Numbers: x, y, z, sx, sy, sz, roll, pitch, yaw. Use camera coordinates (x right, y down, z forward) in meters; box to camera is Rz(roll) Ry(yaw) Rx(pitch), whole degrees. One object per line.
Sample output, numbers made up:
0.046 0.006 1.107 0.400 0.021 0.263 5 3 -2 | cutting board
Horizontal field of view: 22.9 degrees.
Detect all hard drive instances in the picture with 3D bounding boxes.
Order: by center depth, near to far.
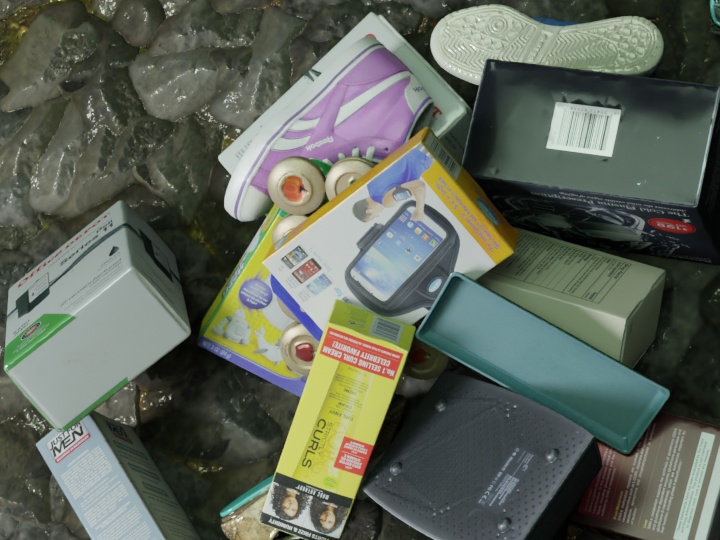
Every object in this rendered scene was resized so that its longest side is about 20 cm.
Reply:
0.097 0.161 1.407 0.135 0.042 0.200 -54 33 -11 | hard drive

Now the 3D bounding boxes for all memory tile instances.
0.000 0.000 1.482 0.152 0.017 0.201 2 114 12 | memory tile

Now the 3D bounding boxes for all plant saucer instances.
0.146 0.072 1.423 0.199 0.019 0.070 29 118 -1 | plant saucer

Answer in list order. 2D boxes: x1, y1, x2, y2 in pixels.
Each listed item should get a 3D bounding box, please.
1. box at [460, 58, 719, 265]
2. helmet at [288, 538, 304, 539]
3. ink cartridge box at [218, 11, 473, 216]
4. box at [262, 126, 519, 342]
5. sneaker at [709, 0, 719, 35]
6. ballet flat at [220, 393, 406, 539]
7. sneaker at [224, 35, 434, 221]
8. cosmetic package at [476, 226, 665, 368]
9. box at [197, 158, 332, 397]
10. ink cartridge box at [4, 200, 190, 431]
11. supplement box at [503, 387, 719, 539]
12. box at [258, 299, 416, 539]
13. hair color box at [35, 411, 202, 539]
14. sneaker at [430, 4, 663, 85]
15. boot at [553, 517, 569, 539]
0.208 -0.087 1.482 0.199 0.182 0.105 9 79 22 | box
-0.017 0.325 1.433 0.190 0.200 0.201 14 78 6 | helmet
-0.005 -0.112 1.617 0.200 0.083 0.147 -42 65 4 | ink cartridge box
0.015 -0.011 1.443 0.200 0.042 0.119 -37 102 22 | box
0.351 -0.224 1.546 0.091 0.077 0.201 -38 61 22 | sneaker
-0.029 0.185 1.556 0.200 0.071 0.065 -35 93 9 | ballet flat
-0.022 -0.096 1.535 0.201 0.073 0.114 -46 73 7 | sneaker
0.146 0.023 1.505 0.199 0.105 0.071 18 122 24 | cosmetic package
-0.045 0.007 1.540 0.117 0.048 0.200 27 115 -12 | box
-0.238 0.035 1.586 0.146 0.083 0.200 -38 21 4 | ink cartridge box
0.205 0.164 1.472 0.199 0.061 0.109 14 79 22 | supplement box
-0.019 0.128 1.463 0.075 0.050 0.201 20 114 0 | box
-0.198 0.222 1.573 0.061 0.099 0.200 -38 66 5 | hair color box
0.163 -0.184 1.562 0.199 0.111 0.077 -1 79 5 | sneaker
0.159 0.273 1.418 0.076 0.168 0.201 -14 45 58 | boot
